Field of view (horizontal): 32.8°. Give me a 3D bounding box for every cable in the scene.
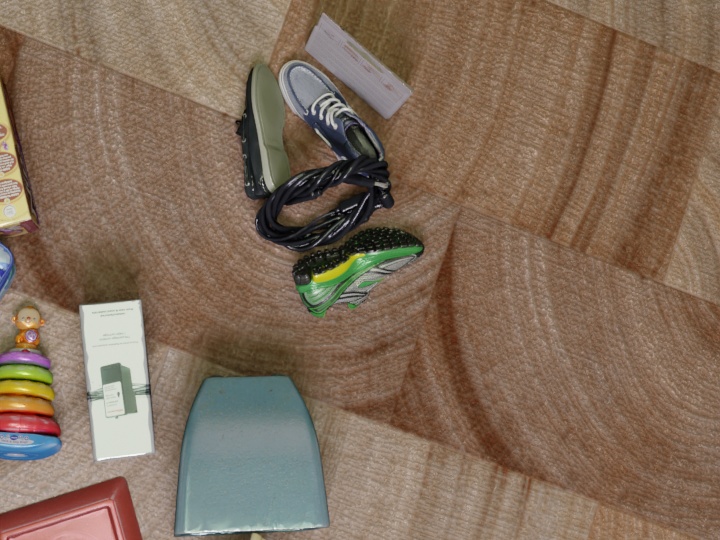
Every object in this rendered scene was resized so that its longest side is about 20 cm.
[{"bbox_3d":[-0.050,-0.089,1.669,0.198,0.164,0.051,-18,66,-3],"label":"cable"}]

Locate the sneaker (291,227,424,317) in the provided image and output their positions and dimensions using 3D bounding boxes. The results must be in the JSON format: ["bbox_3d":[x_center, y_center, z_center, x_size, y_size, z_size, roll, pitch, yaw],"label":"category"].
[{"bbox_3d":[0.000,0.000,1.721,0.198,0.078,0.086,-21,120,-16],"label":"sneaker"}]

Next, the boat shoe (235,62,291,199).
[{"bbox_3d":[-0.144,-0.190,1.704,0.066,0.074,0.202,-19,73,29],"label":"boat shoe"}]

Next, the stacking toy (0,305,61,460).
[{"bbox_3d":[-0.446,0.144,1.621,0.114,0.110,0.203,6,73,-12],"label":"stacking toy"}]

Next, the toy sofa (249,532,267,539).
[{"bbox_3d":[-0.168,0.420,1.582,0.097,0.200,0.083,25,45,-12],"label":"toy sofa"}]

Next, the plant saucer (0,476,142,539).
[{"bbox_3d":[-0.384,0.402,1.633,0.198,0.037,0.202,-16,88,-11],"label":"plant saucer"}]

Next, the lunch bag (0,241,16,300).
[{"bbox_3d":[-0.567,-0.008,1.615,0.199,0.082,0.162,34,78,-6],"label":"lunch bag"}]

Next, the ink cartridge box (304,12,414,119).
[{"bbox_3d":[0.006,-0.289,1.670,0.161,0.200,0.050,40,80,-5],"label":"ink cartridge box"}]

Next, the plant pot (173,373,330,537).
[{"bbox_3d":[-0.151,0.244,1.613,0.193,0.196,0.203,-1,77,-9],"label":"plant pot"}]

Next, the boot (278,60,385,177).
[{"bbox_3d":[-0.036,-0.220,1.712,0.073,0.090,0.200,-42,93,-12],"label":"boot"}]

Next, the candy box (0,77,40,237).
[{"bbox_3d":[-0.477,-0.152,1.621,0.056,0.117,0.203,-15,87,-10],"label":"candy box"}]

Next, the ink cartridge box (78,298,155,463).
[{"bbox_3d":[-0.318,0.144,1.610,0.082,0.147,0.203,-5,87,-11],"label":"ink cartridge box"}]
